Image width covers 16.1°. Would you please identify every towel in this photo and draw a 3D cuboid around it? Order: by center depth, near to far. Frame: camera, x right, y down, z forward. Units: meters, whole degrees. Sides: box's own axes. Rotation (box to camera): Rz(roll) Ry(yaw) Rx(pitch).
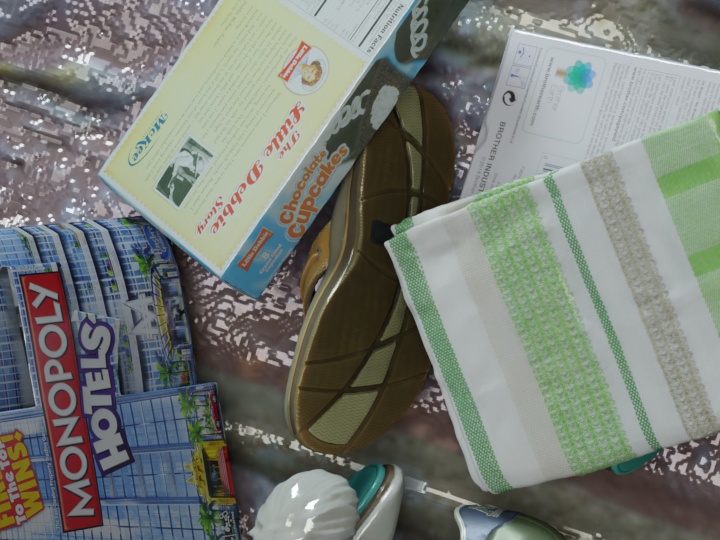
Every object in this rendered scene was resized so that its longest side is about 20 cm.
[{"bbox_3d":[0.119,0.018,1.244,0.200,0.031,0.149,-20,92,34],"label":"towel"}]

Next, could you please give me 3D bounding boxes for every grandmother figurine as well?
[{"bbox_3d":[-0.030,0.194,1.264,0.121,0.061,0.200,7,106,12],"label":"grandmother figurine"}]

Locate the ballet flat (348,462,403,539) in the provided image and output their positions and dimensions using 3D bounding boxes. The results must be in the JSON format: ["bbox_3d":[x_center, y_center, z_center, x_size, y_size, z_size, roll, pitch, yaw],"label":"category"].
[{"bbox_3d":[-0.034,0.184,1.323,0.200,0.069,0.069,-45,82,9],"label":"ballet flat"}]

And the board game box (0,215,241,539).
[{"bbox_3d":[-0.164,0.073,1.275,0.062,0.200,0.200,-13,85,45],"label":"board game box"}]

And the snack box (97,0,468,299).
[{"bbox_3d":[-0.039,-0.097,1.315,0.116,0.037,0.200,39,94,40],"label":"snack box"}]

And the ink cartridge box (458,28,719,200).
[{"bbox_3d":[0.149,-0.044,1.270,0.200,0.042,0.119,14,84,33],"label":"ink cartridge box"}]

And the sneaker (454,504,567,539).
[{"bbox_3d":[0.044,0.211,1.309,0.090,0.067,0.200,31,98,24],"label":"sneaker"}]

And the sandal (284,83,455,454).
[{"bbox_3d":[0.000,0.000,1.318,0.054,0.080,0.200,-8,66,51],"label":"sandal"}]

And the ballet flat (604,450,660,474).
[{"bbox_3d":[0.178,0.015,1.297,0.200,0.067,0.067,-46,61,3],"label":"ballet flat"}]
